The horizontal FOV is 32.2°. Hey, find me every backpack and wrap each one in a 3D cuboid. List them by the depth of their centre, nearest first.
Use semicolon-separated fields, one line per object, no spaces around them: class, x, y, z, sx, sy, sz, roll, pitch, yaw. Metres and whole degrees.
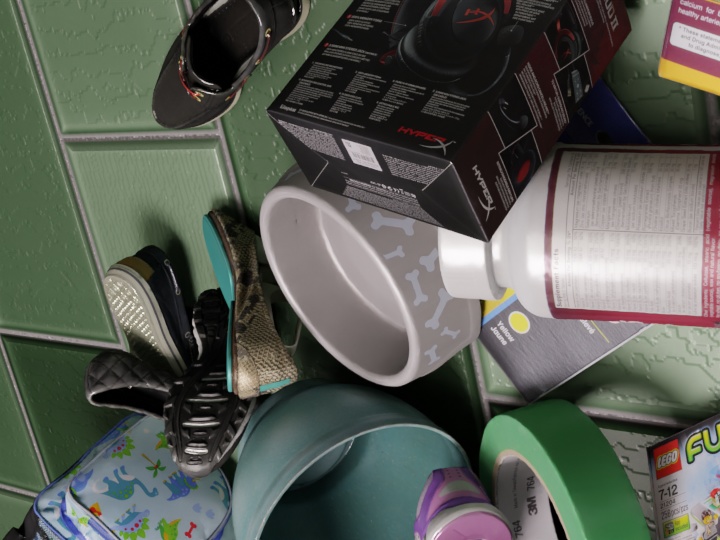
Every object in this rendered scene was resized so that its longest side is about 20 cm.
backpack;-0.206;0.257;1.215;0.200;0.183;0.147;45;135;4

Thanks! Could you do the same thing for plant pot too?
plant pot;-0.024;0.173;1.028;0.134;0.198;0.202;46;142;50

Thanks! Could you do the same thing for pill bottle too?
pill bottle;0.154;-0.023;0.768;0.198;0.110;0.111;3;116;19

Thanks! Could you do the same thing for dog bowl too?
dog bowl;0.000;0.000;0.943;0.200;0.058;0.201;40;150;28

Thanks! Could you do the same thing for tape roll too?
tape roll;0.147;0.196;0.903;0.200;0.048;0.203;165;90;-75

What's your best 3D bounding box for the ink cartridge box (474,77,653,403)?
ink cartridge box;0.126;-0.030;0.872;0.198;0.047;0.200;53;138;6

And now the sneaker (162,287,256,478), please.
sneaker;-0.116;0.101;1.064;0.073;0.201;0.080;0;128;7

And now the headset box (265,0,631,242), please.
headset box;0.062;-0.132;0.769;0.148;0.201;0.075;19;154;37

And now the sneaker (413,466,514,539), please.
sneaker;0.075;0.233;0.979;0.089;0.079;0.202;-110;17;-53

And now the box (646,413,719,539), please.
box;0.271;0.132;0.790;0.034;0.111;0.200;22;140;-29

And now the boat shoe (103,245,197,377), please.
boat shoe;-0.185;0.060;1.175;0.074;0.062;0.201;15;137;28

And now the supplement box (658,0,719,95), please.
supplement box;0.239;-0.190;0.655;0.110;0.085;0.202;25;127;29

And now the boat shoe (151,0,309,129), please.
boat shoe;-0.119;-0.170;0.991;0.074;0.063;0.201;55;137;-1

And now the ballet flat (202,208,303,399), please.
ballet flat;-0.085;0.024;1.044;0.068;0.074;0.201;93;166;-44

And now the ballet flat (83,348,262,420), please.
ballet flat;-0.159;0.130;1.141;0.198;0.057;0.067;21;132;-13
